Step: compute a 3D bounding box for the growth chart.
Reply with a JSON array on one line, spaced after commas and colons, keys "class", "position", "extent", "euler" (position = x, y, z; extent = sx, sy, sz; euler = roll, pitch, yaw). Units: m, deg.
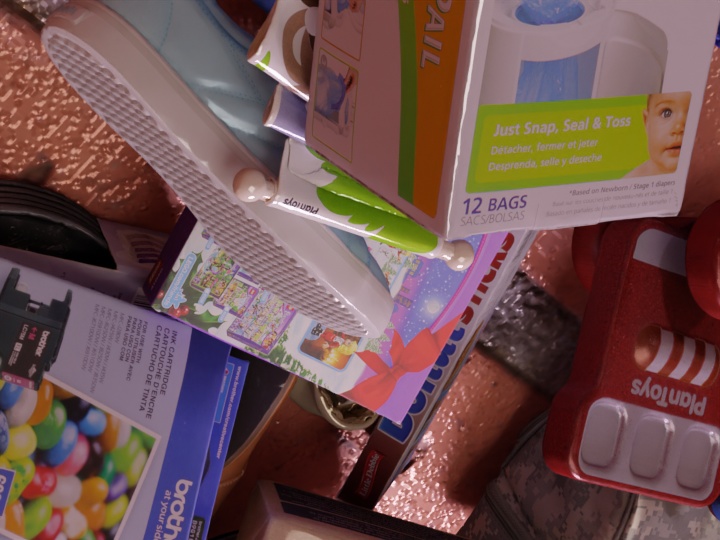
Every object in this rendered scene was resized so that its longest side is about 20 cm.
[{"class": "growth chart", "position": [0.021, -0.102, 0.620], "extent": [0.145, 0.018, 0.200], "euler": [10, 107, -36]}]

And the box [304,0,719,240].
[{"class": "box", "position": [0.059, -0.125, 0.555], "extent": [0.112, 0.101, 0.200], "euler": [-7, 117, -31]}]

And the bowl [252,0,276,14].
[{"class": "bowl", "position": [0.031, -0.173, 0.628], "extent": [0.201, 0.039, 0.201], "euler": [-15, 129, -18]}]

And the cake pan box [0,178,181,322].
[{"class": "cake pan box", "position": [-0.194, 0.051, 0.760], "extent": [0.184, 0.052, 0.200], "euler": [11, 120, -35]}]

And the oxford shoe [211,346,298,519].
[{"class": "oxford shoe", "position": [-0.089, 0.096, 0.846], "extent": [0.200, 0.071, 0.071], "euler": [-49, 149, 22]}]

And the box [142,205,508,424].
[{"class": "box", "position": [0.005, -0.045, 0.736], "extent": [0.137, 0.039, 0.200], "euler": [27, 96, -19]}]

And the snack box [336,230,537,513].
[{"class": "snack box", "position": [0.048, 0.041, 0.863], "extent": [0.024, 0.072, 0.200], "euler": [31, 115, 8]}]

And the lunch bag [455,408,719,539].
[{"class": "lunch bag", "position": [0.180, 0.157, 0.971], "extent": [0.200, 0.139, 0.168], "euler": [14, 118, -36]}]

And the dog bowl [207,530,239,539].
[{"class": "dog bowl", "position": [-0.055, 0.239, 0.913], "extent": [0.200, 0.074, 0.200], "euler": [-1, 99, -9]}]

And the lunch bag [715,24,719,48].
[{"class": "lunch bag", "position": [0.276, -0.171, 0.775], "extent": [0.170, 0.127, 0.200], "euler": [16, 107, -36]}]

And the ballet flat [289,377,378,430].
[{"class": "ballet flat", "position": [0.000, 0.000, 0.808], "extent": [0.069, 0.069, 0.200], "euler": [-8, 128, -22]}]

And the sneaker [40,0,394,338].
[{"class": "sneaker", "position": [-0.038, -0.056, 0.666], "extent": [0.082, 0.074, 0.200], "euler": [-51, 120, -18]}]

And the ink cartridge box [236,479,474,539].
[{"class": "ink cartridge box", "position": [-0.008, 0.233, 0.845], "extent": [0.165, 0.075, 0.200], "euler": [17, 94, -11]}]

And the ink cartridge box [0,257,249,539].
[{"class": "ink cartridge box", "position": [-0.131, 0.069, 0.706], "extent": [0.200, 0.042, 0.119], "euler": [24, 73, -40]}]

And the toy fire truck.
[{"class": "toy fire truck", "position": [0.193, 0.050, 0.869], "extent": [0.200, 0.112, 0.168], "euler": [18, 86, -35]}]
